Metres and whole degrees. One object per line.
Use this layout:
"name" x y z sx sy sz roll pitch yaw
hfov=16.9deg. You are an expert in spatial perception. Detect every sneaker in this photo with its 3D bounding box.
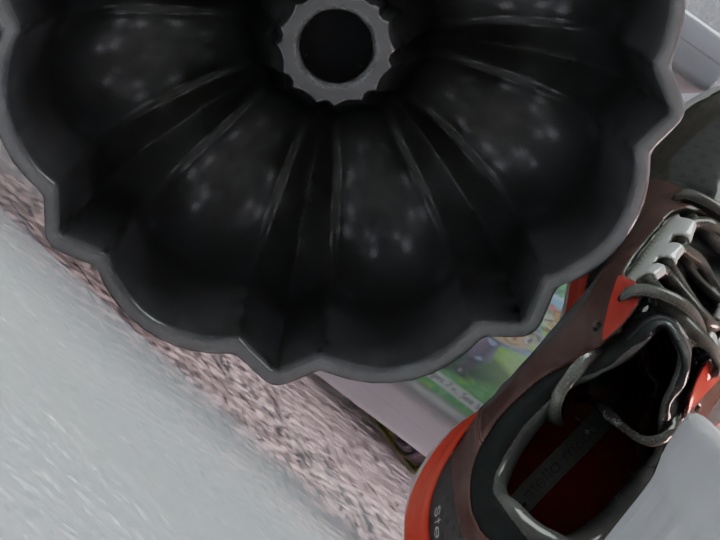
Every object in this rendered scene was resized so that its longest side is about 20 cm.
"sneaker" 0.093 0.020 0.716 0.077 0.200 0.082 36 -21 -5

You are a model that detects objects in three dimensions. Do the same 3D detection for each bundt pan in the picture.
"bundt pan" -0.007 -0.071 0.718 0.202 0.202 0.076 42 10 -9

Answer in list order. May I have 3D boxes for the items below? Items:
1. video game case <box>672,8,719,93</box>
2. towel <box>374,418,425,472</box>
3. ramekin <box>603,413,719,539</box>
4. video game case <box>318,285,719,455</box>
"video game case" 0.024 -0.118 0.850 0.182 0.022 0.200 34 -4 -11
"towel" 0.059 0.086 0.993 0.200 0.023 0.144 40 5 -32
"ramekin" 0.124 0.139 0.610 0.200 0.098 0.200 44 4 -4
"video game case" 0.061 0.012 0.841 0.200 0.022 0.182 36 37 16
